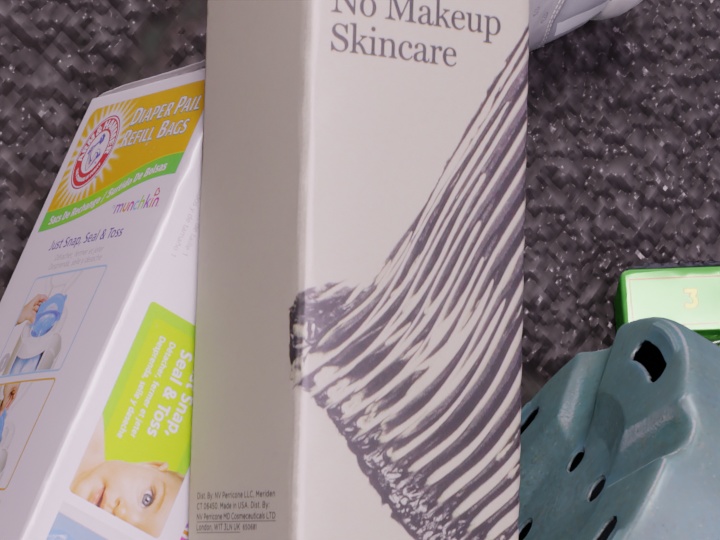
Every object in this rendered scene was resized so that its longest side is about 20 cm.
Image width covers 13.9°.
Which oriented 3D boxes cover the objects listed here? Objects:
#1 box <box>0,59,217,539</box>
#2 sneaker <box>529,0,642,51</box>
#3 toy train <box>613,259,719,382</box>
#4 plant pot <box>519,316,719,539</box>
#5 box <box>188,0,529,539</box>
[{"bbox_3d":[-0.058,0.049,0.935,0.112,0.101,0.201,31,71,-25],"label":"box"},{"bbox_3d":[0.023,-0.161,1.021,0.115,0.075,0.201,-33,104,-27],"label":"sneaker"},{"bbox_3d":[0.186,0.020,1.074,0.198,0.042,0.057,-2,68,-2],"label":"toy train"},{"bbox_3d":[0.136,0.129,1.007,0.196,0.200,0.201,34,69,-15],"label":"plant pot"},{"bbox_3d":[0.000,0.000,0.874,0.082,0.068,0.202,4,84,-29],"label":"box"}]
